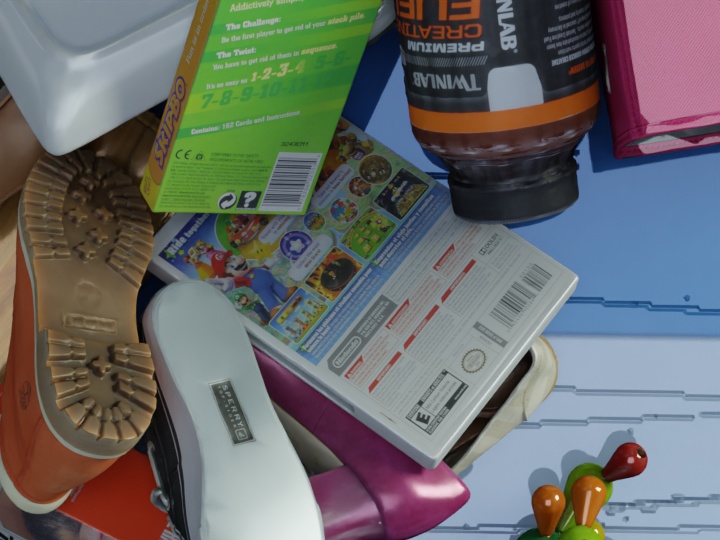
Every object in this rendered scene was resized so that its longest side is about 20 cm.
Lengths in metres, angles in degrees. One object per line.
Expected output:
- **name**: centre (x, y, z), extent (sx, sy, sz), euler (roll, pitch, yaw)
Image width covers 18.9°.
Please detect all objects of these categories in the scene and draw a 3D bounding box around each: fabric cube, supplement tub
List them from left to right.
- **supplement tub**: centre (0.072, -0.130, 1.160), extent (0.106, 0.107, 0.201), euler (-8, 106, 3)
- **fabric cube**: centre (0.216, -0.175, 1.139), extent (0.199, 0.196, 0.200), euler (-10, 90, 4)

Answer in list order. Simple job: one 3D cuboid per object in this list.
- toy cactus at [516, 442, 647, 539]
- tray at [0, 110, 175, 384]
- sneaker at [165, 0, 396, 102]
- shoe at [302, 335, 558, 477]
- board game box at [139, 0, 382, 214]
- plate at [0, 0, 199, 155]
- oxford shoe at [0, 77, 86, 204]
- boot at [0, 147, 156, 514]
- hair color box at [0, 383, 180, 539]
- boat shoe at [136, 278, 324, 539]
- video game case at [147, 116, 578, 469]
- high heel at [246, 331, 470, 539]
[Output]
- **toy cactus**: centre (0.098, 0.199, 1.190), extent (0.165, 0.102, 0.201), euler (-23, 51, 41)
- **tray**: centre (-0.175, -0.007, 1.243), extent (0.098, 0.037, 0.200), euler (35, 91, 3)
- **sneaker**: centre (-0.033, -0.151, 1.195), extent (0.200, 0.074, 0.079), euler (-50, 129, -8)
- **shoe**: centre (0.023, 0.096, 1.222), extent (0.200, 0.053, 0.070), euler (-36, 88, 3)
- **board game box**: centre (-0.043, -0.117, 1.121), extent (0.095, 0.030, 0.200), euler (0, 128, -32)
- **plate**: centre (-0.126, -0.183, 1.167), extent (0.200, 0.032, 0.200), euler (-29, 63, -12)
- **oxford shoe**: centre (-0.169, -0.098, 1.203), extent (0.200, 0.071, 0.071), euler (-44, 110, -4)
- **boot**: centre (-0.161, 0.030, 1.147), extent (0.075, 0.107, 0.201), euler (14, 49, -23)
- **hair color box**: centre (-0.148, 0.149, 1.200), extent (0.199, 0.111, 0.064), euler (25, 48, 3)
- **boat shoe**: centre (-0.079, 0.107, 1.138), extent (0.073, 0.068, 0.200), euler (-12, 70, -33)
- **video game case**: centre (0.000, 0.000, 1.194), extent (0.200, 0.018, 0.143), euler (35, 64, 12)
- **high heel**: centre (-0.016, 0.064, 1.200), extent (0.096, 0.067, 0.200), euler (-16, 53, -13)
